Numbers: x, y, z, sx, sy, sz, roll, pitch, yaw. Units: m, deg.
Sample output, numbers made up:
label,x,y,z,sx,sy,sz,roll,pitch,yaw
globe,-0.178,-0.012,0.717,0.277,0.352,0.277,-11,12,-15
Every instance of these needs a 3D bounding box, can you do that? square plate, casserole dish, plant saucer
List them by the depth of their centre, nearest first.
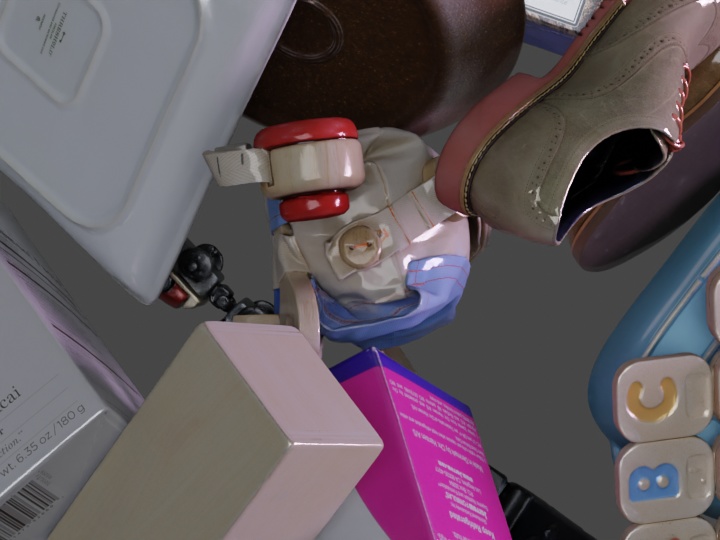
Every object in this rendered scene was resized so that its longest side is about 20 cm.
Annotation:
label,x,y,z,sx,sy,sz,roll,pitch,yaw
plant saucer,-0.023,-0.123,1.206,0.199,0.201,0.037,19,51,2
square plate,-0.137,-0.113,1.209,0.198,0.028,0.201,40,125,18
casserole dish,0.199,0.031,1.266,0.121,0.039,0.200,38,89,2

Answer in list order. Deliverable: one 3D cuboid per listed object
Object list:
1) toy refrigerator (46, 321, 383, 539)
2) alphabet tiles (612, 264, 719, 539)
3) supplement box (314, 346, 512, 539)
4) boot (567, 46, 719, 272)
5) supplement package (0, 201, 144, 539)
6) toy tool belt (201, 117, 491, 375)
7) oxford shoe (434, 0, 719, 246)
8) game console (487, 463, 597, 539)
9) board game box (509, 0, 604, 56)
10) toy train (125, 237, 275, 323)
label,x,y,z,sx,sy,sz,roll,pitch,yaw
toy refrigerator,-0.080,0.121,1.135,0.076,0.070,0.200,51,118,31
alphabet tiles,0.216,0.091,1.241,0.194,0.015,0.201,-6,103,-13
supplement box,0.014,0.154,1.166,0.101,0.103,0.201,-27,60,19
boot,0.158,-0.089,1.266,0.075,0.074,0.200,38,90,26
supplement package,-0.187,0.051,1.198,0.121,0.120,0.200,-40,60,1
toy tool belt,0.000,0.000,1.194,0.124,0.200,0.124,-9,86,10
oxford shoe,0.124,-0.075,1.175,0.075,0.071,0.200,34,61,29
game console,0.007,0.178,1.233,0.116,0.176,0.201,32,90,-26
board game box,0.068,-0.224,1.246,0.159,0.097,0.201,20,89,2
toy train,-0.101,-0.007,1.280,0.200,0.034,0.046,46,101,2
